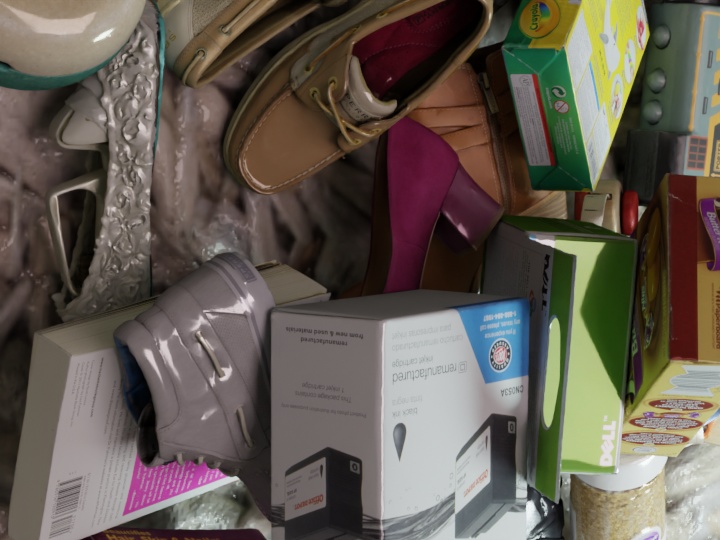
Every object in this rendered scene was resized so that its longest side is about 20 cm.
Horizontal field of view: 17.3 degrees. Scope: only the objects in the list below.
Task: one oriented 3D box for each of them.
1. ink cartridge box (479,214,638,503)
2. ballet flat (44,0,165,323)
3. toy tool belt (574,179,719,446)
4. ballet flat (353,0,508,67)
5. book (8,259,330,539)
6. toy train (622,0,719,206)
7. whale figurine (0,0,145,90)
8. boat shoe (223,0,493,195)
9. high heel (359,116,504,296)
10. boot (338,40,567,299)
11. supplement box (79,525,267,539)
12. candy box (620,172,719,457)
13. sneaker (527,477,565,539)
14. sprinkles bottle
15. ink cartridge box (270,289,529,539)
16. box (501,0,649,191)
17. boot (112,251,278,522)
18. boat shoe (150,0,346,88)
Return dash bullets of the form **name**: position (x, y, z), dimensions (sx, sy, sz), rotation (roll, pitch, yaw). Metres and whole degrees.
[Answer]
- **ink cartridge box**: position (0.127, 0.052, 1.416), dimensions (0.075, 0.200, 0.149), rotation (3, 97, -12)
- **ballet flat**: position (-0.148, -0.056, 1.361), dimensions (0.072, 0.072, 0.201), rotation (-9, 110, -36)
- **toy tool belt**: position (0.213, 0.032, 1.615), dimensions (0.125, 0.122, 0.201), rotation (-59, 146, -69)
- **ballet flat**: position (0.054, -0.184, 1.499), dimensions (0.200, 0.066, 0.057), rotation (-49, 144, -19)
- **book**: position (-0.113, 0.080, 1.391), dimensions (0.200, 0.048, 0.134), rotation (-16, 127, -46)
- **toy train**: position (0.245, -0.122, 1.651), dimensions (0.114, 0.085, 0.201), rotation (4, 95, -33)
- **whale figurine**: position (-0.178, -0.191, 1.316), dimensions (0.158, 0.104, 0.201), rotation (18, 62, -16)
- **boat shoe**: position (-0.002, -0.115, 1.425), dimensions (0.200, 0.066, 0.074), rotation (-43, 115, 10)
- **high heel**: position (0.000, 0.000, 1.434), dimensions (0.096, 0.067, 0.200), rotation (42, 61, -10)
- **boot**: position (0.045, -0.053, 1.521), dimensions (0.200, 0.074, 0.155), rotation (-26, 108, -36)
- **supplement box**: position (-0.081, 0.243, 1.372), dimensions (0.130, 0.200, 0.104), rotation (6, 116, -37)
- **candy box**: position (0.189, 0.032, 1.439), dimensions (0.056, 0.200, 0.117), rotation (4, 70, -3)
- **sneaker**: position (0.063, 0.153, 1.562), dimensions (0.199, 0.075, 0.114), rotation (1, 96, -44)
- **sprinkles bottle**: position (0.175, 0.167, 1.605), dimensions (0.068, 0.068, 0.200), rotation (-39, 144, -26)
- **ink cartridge box**: position (0.024, 0.117, 1.333), dimensions (0.145, 0.083, 0.201), rotation (-7, 99, -53)
- **box**: position (0.145, -0.158, 1.536), dimensions (0.200, 0.048, 0.118), rotation (-63, 148, -44)
- **boot**: position (-0.086, 0.087, 1.348), dimensions (0.095, 0.073, 0.201), rotation (-31, 130, -21)
- **boat shoe**: position (-0.038, -0.170, 1.418), dimensions (0.200, 0.073, 0.063), rotation (-26, 69, -29)
